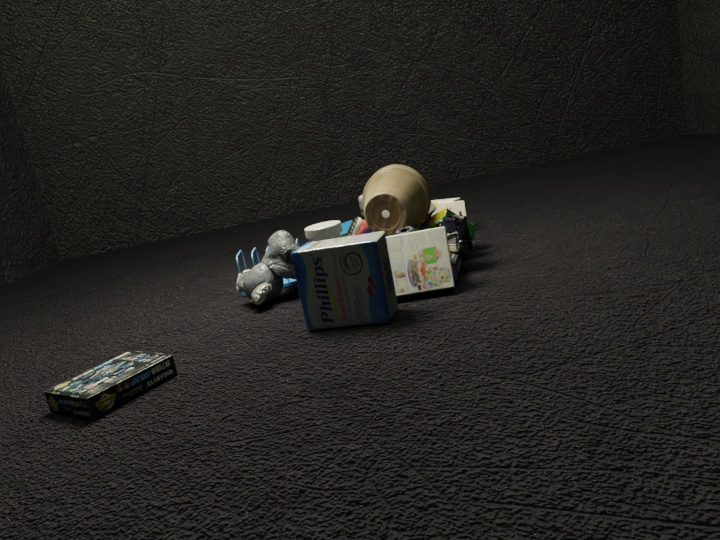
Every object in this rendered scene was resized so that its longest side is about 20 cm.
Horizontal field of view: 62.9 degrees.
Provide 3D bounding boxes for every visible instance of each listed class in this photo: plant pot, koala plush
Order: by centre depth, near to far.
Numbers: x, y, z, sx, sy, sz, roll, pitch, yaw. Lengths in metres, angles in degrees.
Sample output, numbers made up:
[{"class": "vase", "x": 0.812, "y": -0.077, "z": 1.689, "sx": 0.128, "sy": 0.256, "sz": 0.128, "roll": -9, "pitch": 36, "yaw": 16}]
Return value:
[{"class": "plant pot", "x": 0.087, "y": -0.177, "z": 1.620, "sx": 0.197, "sy": 0.202, "sz": 0.174, "roll": -7, "pitch": 18, "yaw": 17}, {"class": "koala plush", "x": -0.245, "y": 0.009, "z": 1.631, "sx": 0.199, "sy": 0.185, "sz": 0.177, "roll": -37, "pitch": 35, "yaw": -14}]

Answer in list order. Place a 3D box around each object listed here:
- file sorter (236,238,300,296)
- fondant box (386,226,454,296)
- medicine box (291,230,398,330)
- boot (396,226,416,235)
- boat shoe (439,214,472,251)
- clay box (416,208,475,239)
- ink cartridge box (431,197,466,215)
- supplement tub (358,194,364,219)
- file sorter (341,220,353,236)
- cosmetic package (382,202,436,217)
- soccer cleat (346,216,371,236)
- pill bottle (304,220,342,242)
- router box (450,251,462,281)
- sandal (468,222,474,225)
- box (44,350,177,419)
[{"class": "file sorter", "x": -0.273, "y": -0.014, "z": 1.821, "sx": 0.197, "sy": 0.124, "sz": 0.139, "roll": -11, "pitch": 13, "yaw": -2}, {"class": "fondant box", "x": 0.118, "y": -0.015, "z": 1.413, "sx": 0.197, "sy": 0.146, "sz": 0.058, "roll": -9, "pitch": -8, "yaw": 10}, {"class": "medicine box", "x": -0.032, "y": 0.023, "z": 1.310, "sx": 0.197, "sy": 0.185, "sz": 0.103, "roll": -8, "pitch": 13, "yaw": 17}, {"class": "boot", "x": 0.123, "y": -0.075, "z": 1.549, "sx": 0.072, "sy": 0.091, "sz": 0.200, "roll": -18, "pitch": 11, "yaw": -7}, {"class": "boat shoe", "x": 0.236, "y": -0.104, "z": 1.595, "sx": 0.074, "sy": 0.094, "sz": 0.200, "roll": -11, "pitch": 8, "yaw": -23}, {"class": "clay box", "x": 0.225, "y": -0.105, "z": 1.713, "sx": 0.114, "sy": 0.048, "sz": 0.199, "roll": 28, "pitch": -29, "yaw": -22}, {"class": "ink cartridge box", "x": 0.296, "y": -0.190, "z": 2.081, "sx": 0.198, "sy": 0.118, "sz": 0.067, "roll": -1, "pitch": 16, "yaw": 36}, {"class": "supplement tub", "x": 0.068, "y": -0.161, "z": 1.964, "sx": 0.121, "sy": 0.203, "sz": 0.123, "roll": -11, "pitch": 13, "yaw": 3}, {"class": "file sorter", "x": -0.052, "y": -0.074, "z": 1.845, "sx": 0.137, "sy": 0.124, "sz": 0.200, "roll": -14, "pitch": 14, "yaw": -10}, {"class": "cosmetic package", "x": 0.124, "y": -0.169, "z": 1.814, "sx": 0.199, "sy": 0.107, "sz": 0.090, "roll": -32, "pitch": -10, "yaw": -19}, {"class": "soccer cleat", "x": -0.023, "y": -0.052, "z": 1.710, "sx": 0.073, "sy": 0.202, "sz": 0.068, "roll": 24, "pitch": 2, "yaw": -15}, {"class": "pill bottle", "x": -0.075, "y": -0.017, "z": 1.479, "sx": 0.114, "sy": 0.203, "sz": 0.116, "roll": -11, "pitch": 12, "yaw": 2}, {"class": "router box", "x": 0.187, "y": -0.008, "z": 1.541, "sx": 0.147, "sy": 0.052, "sz": 0.200, "roll": -8, "pitch": 12, "yaw": 16}, {"class": "sandal", "x": 0.251, "y": -0.140, "z": 1.779, "sx": 0.198, "sy": 0.049, "sz": 0.075, "roll": -1, "pitch": 21, "yaw": 33}, {"class": "box", "x": -0.495, "y": 0.223, "z": 1.176, "sx": 0.157, "sy": 0.047, "sz": 0.199, "roll": -2, "pitch": 16, "yaw": 35}]
